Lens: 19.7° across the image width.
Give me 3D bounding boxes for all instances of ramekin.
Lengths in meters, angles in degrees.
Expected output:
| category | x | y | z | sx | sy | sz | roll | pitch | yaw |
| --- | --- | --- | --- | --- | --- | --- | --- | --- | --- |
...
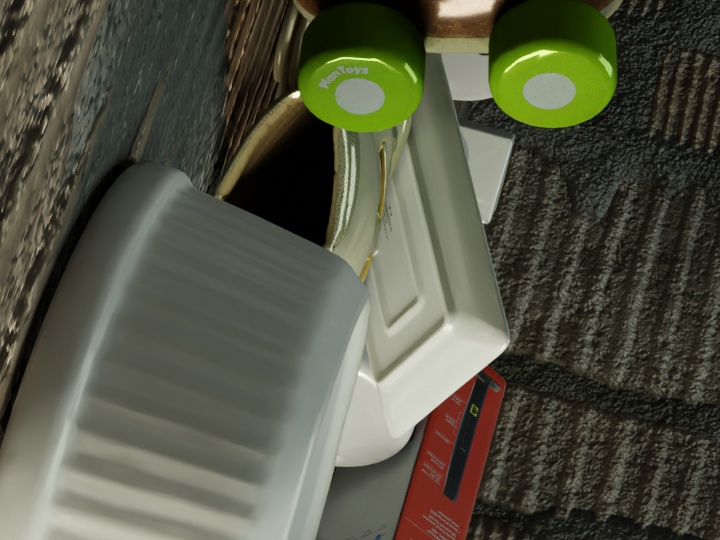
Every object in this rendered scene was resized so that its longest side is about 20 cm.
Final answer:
| category | x | y | z | sx | sy | sz | roll | pitch | yaw |
| --- | --- | --- | --- | --- | --- | --- | --- | --- | --- |
| ramekin | -0.061 | 0.070 | 0.729 | 0.202 | 0.093 | 0.204 | 15 | 90 | -86 |

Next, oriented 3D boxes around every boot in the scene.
| category | x | y | z | sx | sy | sz | roll | pitch | yaw |
| --- | --- | --- | --- | --- | --- | --- | --- | --- | --- |
| boot | -0.036 | 0.000 | 0.986 | 0.155 | 0.071 | 0.202 | -44 | 153 | -76 |

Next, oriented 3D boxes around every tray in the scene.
| category | x | y | z | sx | sy | sz | roll | pitch | yaw |
| --- | --- | --- | --- | --- | --- | --- | --- | --- | --- |
| tray | 0.018 | -0.027 | 1.061 | 0.107 | 0.022 | 0.202 | -44 | -132 | 45 |

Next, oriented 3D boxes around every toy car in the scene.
| category | x | y | z | sx | sy | sz | roll | pitch | yaw |
| --- | --- | --- | --- | --- | --- | --- | --- | --- | --- |
| toy car | 0.036 | -0.184 | 0.853 | 0.201 | 0.156 | 0.165 | 81 | 10 | -52 |

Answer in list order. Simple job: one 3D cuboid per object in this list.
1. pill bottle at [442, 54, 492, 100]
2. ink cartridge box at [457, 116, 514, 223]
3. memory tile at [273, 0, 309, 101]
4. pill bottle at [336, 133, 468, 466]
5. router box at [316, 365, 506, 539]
| category | x | y | z | sx | sy | sz | roll | pitch | yaw |
| --- | --- | --- | --- | --- | --- | --- | --- | --- | --- |
| pill bottle | 0.086 | -0.228 | 1.476 | 0.116 | 0.115 | 0.201 | 100 | 7 | -53 |
| ink cartridge box | 0.057 | -0.088 | 1.613 | 0.200 | 0.114 | 0.068 | -45 | 151 | -83 |
| memory tile | -0.013 | -0.151 | 1.102 | 0.154 | 0.017 | 0.201 | 99 | 7 | -60 |
| pill bottle | 0.000 | 0.000 | 1.176 | 0.112 | 0.110 | 0.201 | 100 | 7 | -53 |
| router box | -0.017 | 0.149 | 1.195 | 0.199 | 0.049 | 0.181 | -27 | -146 | 42 |
